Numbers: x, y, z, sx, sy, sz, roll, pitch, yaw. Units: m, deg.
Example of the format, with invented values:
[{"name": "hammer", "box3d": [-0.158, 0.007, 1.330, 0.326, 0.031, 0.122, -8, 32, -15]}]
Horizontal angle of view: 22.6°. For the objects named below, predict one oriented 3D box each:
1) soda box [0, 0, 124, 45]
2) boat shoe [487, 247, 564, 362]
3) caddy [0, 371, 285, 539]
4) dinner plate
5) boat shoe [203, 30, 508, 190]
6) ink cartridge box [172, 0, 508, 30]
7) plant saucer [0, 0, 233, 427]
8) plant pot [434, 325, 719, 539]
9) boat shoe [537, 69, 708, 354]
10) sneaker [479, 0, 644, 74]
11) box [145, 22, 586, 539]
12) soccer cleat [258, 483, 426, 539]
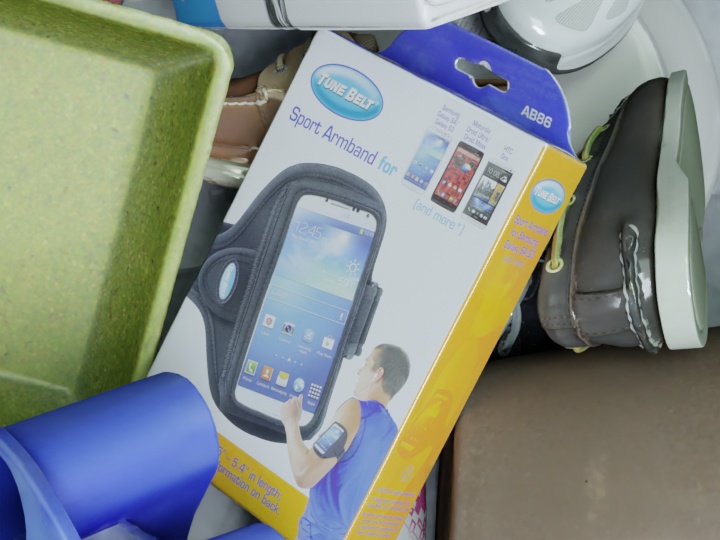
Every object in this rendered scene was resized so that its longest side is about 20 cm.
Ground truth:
[{"name": "soda box", "box3d": [-0.195, -0.149, 0.746, 0.199, 0.070, 0.064, 31, 70, -17]}, {"name": "boat shoe", "box3d": [0.045, 0.014, 0.771, 0.198, 0.068, 0.072, 17, 90, -4]}, {"name": "caddy", "box3d": [-0.097, 0.130, 0.661, 0.104, 0.201, 0.142, -22, 64, -26]}, {"name": "dinner plate", "box3d": [0.077, -0.079, 0.832, 0.198, 0.024, 0.202, 3, 75, -10]}, {"name": "boat shoe", "box3d": [-0.011, -0.068, 0.769, 0.198, 0.076, 0.072, 9, 103, -2]}, {"name": "ink cartridge box", "box3d": [-0.011, -0.174, 0.697, 0.084, 0.199, 0.147, -21, 108, -29]}, {"name": "plant saucer", "box3d": [-0.168, -0.029, 0.722, 0.198, 0.048, 0.202, 15, 108, -7]}, {"name": "plant pot", "box3d": [0.118, 0.103, 0.714, 0.173, 0.200, 0.202, 3, 76, -1]}, {"name": "boat shoe", "box3d": [0.109, -0.029, 0.737, 0.060, 0.201, 0.072, -8, 113, 14]}, {"name": "sneaker", "box3d": [0.131, -0.179, 0.800, 0.076, 0.115, 0.201, 40, 61, 3]}, {"name": "box", "box3d": [0.000, 0.000, 0.692, 0.119, 0.041, 0.201, 30, 99, 33]}, {"name": "soccer cleat", "box3d": [-0.008, 0.123, 0.726, 0.069, 0.086, 0.202, -13, 79, 15]}]
